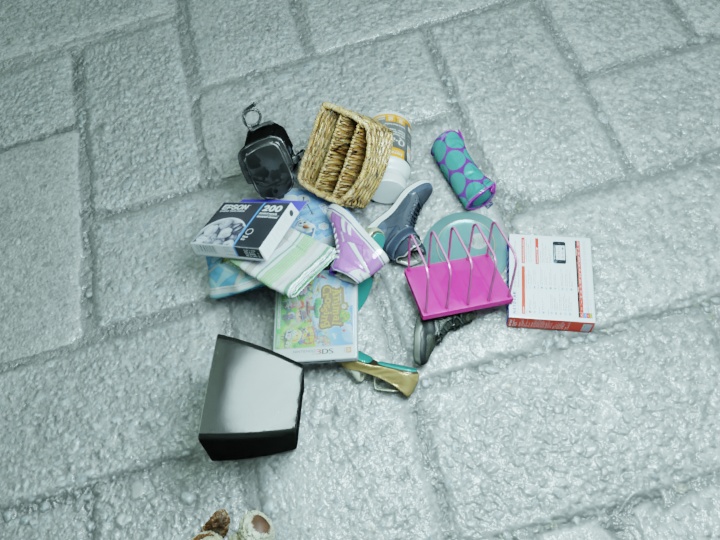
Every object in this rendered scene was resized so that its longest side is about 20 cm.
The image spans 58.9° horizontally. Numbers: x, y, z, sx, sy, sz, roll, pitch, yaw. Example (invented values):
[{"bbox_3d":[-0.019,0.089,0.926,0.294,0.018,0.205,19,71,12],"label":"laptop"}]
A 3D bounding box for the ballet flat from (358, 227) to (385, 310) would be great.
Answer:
[{"bbox_3d":[0.000,0.000,1.424,0.062,0.067,0.203,20,87,50],"label":"ballet flat"}]

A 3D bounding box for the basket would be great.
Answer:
[{"bbox_3d":[-0.033,-0.250,1.432,0.143,0.147,0.203,47,119,49],"label":"basket"}]

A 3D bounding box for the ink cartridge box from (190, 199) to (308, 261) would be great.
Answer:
[{"bbox_3d":[-0.241,-0.106,1.393,0.195,0.044,0.201,4,45,29],"label":"ink cartridge box"}]

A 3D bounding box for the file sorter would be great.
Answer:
[{"bbox_3d":[0.204,-0.009,1.307,0.196,0.127,0.140,-10,44,-10],"label":"file sorter"}]

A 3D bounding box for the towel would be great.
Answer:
[{"bbox_3d":[-0.166,-0.032,1.337,0.198,0.031,0.149,27,57,33],"label":"towel"}]

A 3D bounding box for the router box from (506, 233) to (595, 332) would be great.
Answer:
[{"bbox_3d":[0.404,0.023,1.365,0.176,0.049,0.203,4,63,8],"label":"router box"}]

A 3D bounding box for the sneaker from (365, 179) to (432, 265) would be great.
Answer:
[{"bbox_3d":[0.124,-0.103,1.452,0.202,0.077,0.146,-45,53,-5],"label":"sneaker"}]

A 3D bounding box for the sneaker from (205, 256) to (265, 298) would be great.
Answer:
[{"bbox_3d":[-0.274,-0.015,1.409,0.197,0.079,0.133,-13,90,34],"label":"sneaker"}]

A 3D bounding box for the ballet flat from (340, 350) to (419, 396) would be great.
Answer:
[{"bbox_3d":[0.023,0.210,1.321,0.197,0.068,0.064,16,95,18],"label":"ballet flat"}]

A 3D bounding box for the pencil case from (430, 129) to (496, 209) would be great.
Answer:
[{"bbox_3d":[0.244,-0.238,1.510,0.092,0.085,0.202,-32,62,9],"label":"pencil case"}]

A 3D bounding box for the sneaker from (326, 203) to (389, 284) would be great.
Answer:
[{"bbox_3d":[-0.040,-0.054,1.359,0.114,0.073,0.201,-39,55,-4],"label":"sneaker"}]

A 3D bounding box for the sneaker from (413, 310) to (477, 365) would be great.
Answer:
[{"bbox_3d":[0.178,0.111,1.340,0.112,0.077,0.202,12,59,21],"label":"sneaker"}]

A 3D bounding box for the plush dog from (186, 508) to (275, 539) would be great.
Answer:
[{"bbox_3d":[-0.261,0.540,1.163,0.169,0.163,0.200,13,35,30],"label":"plush dog"}]

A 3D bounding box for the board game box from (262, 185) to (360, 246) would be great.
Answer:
[{"bbox_3d":[-0.133,-0.116,1.476,0.197,0.044,0.200,-24,49,-23],"label":"board game box"}]

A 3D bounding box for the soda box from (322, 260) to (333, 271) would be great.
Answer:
[{"bbox_3d":[-0.133,0.003,1.445,0.196,0.071,0.064,15,66,16],"label":"soda box"}]

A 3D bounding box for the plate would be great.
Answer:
[{"bbox_3d":[0.238,-0.052,1.447,0.196,0.026,0.204,-4,62,7],"label":"plate"}]

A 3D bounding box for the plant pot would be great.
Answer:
[{"bbox_3d":[-0.203,0.262,1.261,0.174,0.200,0.204,5,62,-2],"label":"plant pot"}]

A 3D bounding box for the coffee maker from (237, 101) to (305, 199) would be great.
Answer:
[{"bbox_3d":[-0.228,-0.277,1.498,0.135,0.200,0.192,-44,107,10],"label":"coffee maker"}]

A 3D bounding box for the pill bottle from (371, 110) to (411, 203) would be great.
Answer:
[{"bbox_3d":[0.066,-0.272,1.536,0.114,0.117,0.204,-1,62,7],"label":"pill bottle"}]

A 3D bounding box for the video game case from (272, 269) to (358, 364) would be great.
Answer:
[{"bbox_3d":[-0.093,0.095,1.341,0.178,0.022,0.204,-4,64,8],"label":"video game case"}]
